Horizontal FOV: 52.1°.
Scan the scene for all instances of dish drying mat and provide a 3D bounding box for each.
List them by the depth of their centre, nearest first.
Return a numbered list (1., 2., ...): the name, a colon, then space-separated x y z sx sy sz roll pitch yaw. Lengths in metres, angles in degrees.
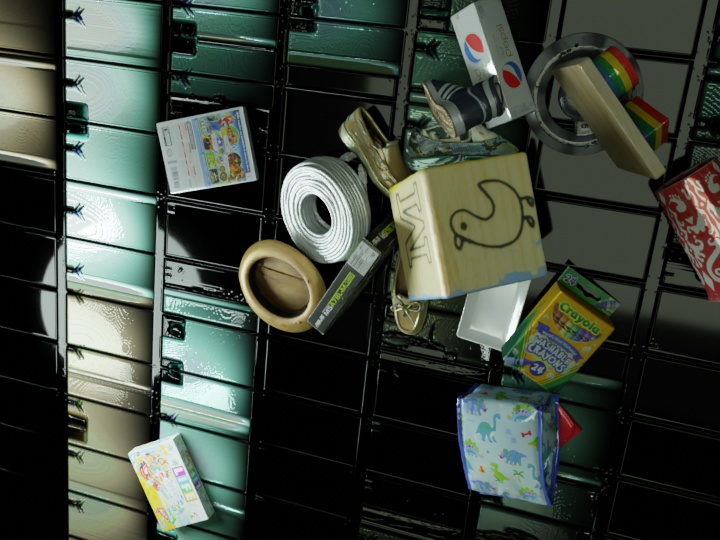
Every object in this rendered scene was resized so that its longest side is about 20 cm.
1. dish drying mat: 0.328 0.339 1.428 0.200 0.018 0.077 -43 88 21

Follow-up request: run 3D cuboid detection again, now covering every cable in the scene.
1. cable: -0.065 -0.110 1.371 0.197 0.069 0.204 0 109 43

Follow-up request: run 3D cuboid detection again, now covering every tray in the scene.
1. tray: 0.255 0.045 1.375 0.105 0.022 0.204 17 108 13

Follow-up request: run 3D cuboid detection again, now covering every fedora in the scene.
1. fedora: -0.142 0.021 1.448 0.197 0.082 0.205 10 115 23

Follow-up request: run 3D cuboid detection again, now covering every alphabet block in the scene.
1. alphabet block: 0.174 -0.068 1.231 0.191 0.196 0.204 -12 90 -17

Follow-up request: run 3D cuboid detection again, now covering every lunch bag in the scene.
1. lunch bag: 0.276 0.325 1.365 0.167 0.127 0.205 2 99 33

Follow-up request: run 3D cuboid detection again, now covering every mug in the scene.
1. mug: 0.592 -0.079 1.208 0.202 0.176 0.133 58 147 1

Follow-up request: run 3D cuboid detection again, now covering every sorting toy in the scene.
1. sorting toy: 0.395 -0.250 1.129 0.069 0.199 0.201 -36 98 10

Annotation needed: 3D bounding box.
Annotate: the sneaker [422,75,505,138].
1. sneaker: 0.176 -0.291 1.243 0.107 0.201 0.071 -25 120 3

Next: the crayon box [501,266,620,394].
1. crayon box: 0.363 0.112 1.331 0.125 0.052 0.201 33 110 -6

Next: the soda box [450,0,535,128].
1. soda box: 0.225 -0.352 1.250 0.068 0.063 0.204 -7 105 60

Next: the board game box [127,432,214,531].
1. board game box: -0.433 0.486 1.684 0.132 0.034 0.203 -20 97 20

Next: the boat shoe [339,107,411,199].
1. boat shoe: 0.045 -0.206 1.332 0.200 0.072 0.076 48 130 1

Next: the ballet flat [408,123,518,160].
1. ballet flat: 0.180 -0.231 1.299 0.195 0.074 0.076 0 104 12

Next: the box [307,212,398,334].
1. box: 0.000 0.000 1.340 0.047 0.193 0.201 36 118 2

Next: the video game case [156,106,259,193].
1. video game case: -0.307 -0.239 1.475 0.196 0.018 0.146 -6 101 18

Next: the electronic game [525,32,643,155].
1. electronic game: 0.374 -0.296 1.243 0.196 0.042 0.204 7 113 15

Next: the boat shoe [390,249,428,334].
1. boat shoe: 0.090 0.028 1.398 0.072 0.063 0.205 2 104 16
